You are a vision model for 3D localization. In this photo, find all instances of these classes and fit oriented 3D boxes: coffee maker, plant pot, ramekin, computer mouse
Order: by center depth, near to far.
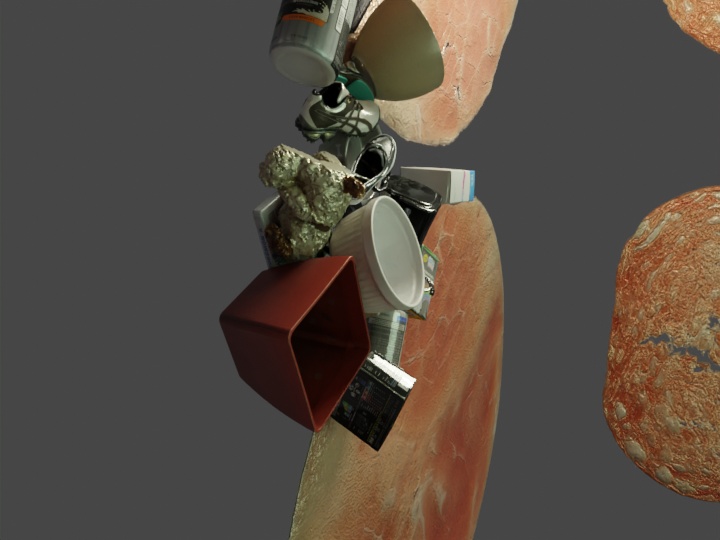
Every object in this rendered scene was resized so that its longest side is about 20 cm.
[{"bbox_3d":[-0.113,0.102,0.933,0.201,0.172,0.205,-51,140,-44],"label":"plant pot"},{"bbox_3d":[0.028,-0.019,1.031,0.199,0.103,0.206,37,44,-47],"label":"ramekin"},{"bbox_3d":[-0.005,-0.151,1.109,0.199,0.034,0.060,-41,105,-37],"label":"computer mouse"},{"bbox_3d":[0.059,-0.423,1.145,0.133,0.201,0.202,-34,138,-7],"label":"plant pot"},{"bbox_3d":[0.103,-0.080,1.229,0.136,0.186,0.204,-95,-157,-54],"label":"coffee maker"}]

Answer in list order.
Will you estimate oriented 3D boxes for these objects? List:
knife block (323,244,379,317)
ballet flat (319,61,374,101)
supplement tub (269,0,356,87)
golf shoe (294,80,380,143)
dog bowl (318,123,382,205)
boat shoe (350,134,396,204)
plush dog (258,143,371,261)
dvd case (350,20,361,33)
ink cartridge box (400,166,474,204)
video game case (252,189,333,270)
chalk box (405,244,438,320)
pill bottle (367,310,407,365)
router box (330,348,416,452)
[{"bbox_3d":[0.000,0.000,1.146,0.199,0.063,0.180,-29,98,-59],"label":"knife block"},{"bbox_3d":[-0.034,-0.367,1.077,0.198,0.067,0.070,8,61,-61],"label":"ballet flat"},{"bbox_3d":[-0.071,-0.421,0.932,0.122,0.119,0.206,30,70,-60],"label":"supplement tub"},{"bbox_3d":[-0.026,-0.293,1.030,0.198,0.078,0.096,-27,152,-41],"label":"golf shoe"},{"bbox_3d":[-0.012,-0.227,1.167,0.199,0.057,0.207,-28,122,-58],"label":"dog bowl"},{"bbox_3d":[0.024,-0.208,1.083,0.201,0.071,0.068,-52,-176,-39],"label":"boat shoe"},{"bbox_3d":[-0.080,-0.096,0.956,0.199,0.158,0.175,-13,131,-61],"label":"plush dog"},{"bbox_3d":[-0.023,-0.590,1.093,0.152,0.016,0.202,-66,149,-27],"label":"dvd case"},{"bbox_3d":[0.202,-0.223,1.486,0.199,0.141,0.088,-19,114,-60],"label":"ink cartridge box"},{"bbox_3d":[-0.114,-0.074,1.049,0.201,0.021,0.187,-52,140,-46],"label":"video game case"},{"bbox_3d":[0.109,0.001,1.394,0.124,0.121,0.206,34,67,-58],"label":"chalk box"},{"bbox_3d":[0.038,0.188,1.315,0.113,0.111,0.207,26,74,-61],"label":"pill bottle"},{"bbox_3d":[0.014,0.258,1.171,0.062,0.148,0.203,-45,161,-46],"label":"router box"}]
